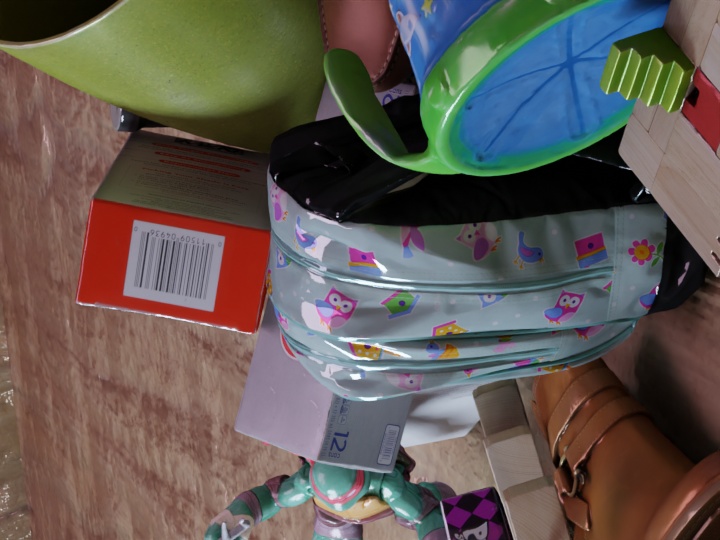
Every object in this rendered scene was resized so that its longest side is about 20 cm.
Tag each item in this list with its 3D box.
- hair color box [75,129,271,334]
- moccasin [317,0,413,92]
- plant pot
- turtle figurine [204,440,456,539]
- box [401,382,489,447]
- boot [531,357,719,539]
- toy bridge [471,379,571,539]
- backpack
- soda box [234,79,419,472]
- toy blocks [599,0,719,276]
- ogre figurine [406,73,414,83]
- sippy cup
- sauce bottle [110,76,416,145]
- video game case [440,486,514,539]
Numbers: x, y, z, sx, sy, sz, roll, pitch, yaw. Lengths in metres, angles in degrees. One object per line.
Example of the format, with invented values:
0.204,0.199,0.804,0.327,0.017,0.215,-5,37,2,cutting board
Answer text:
-0.096,-0.026,1.234,0.200,0.101,0.062,-85,6,-75,hair color box
0.002,-0.189,1.083,0.073,0.077,0.203,13,104,32,moccasin
-0.082,-0.150,1.173,0.200,0.187,0.188,37,-162,-44,plant pot
-0.003,0.138,1.269,0.200,0.148,0.102,34,-108,-74,turtle figurine
0.022,0.009,1.311,0.200,0.105,0.154,122,135,-63,box
0.139,0.093,1.067,0.201,0.076,0.156,92,161,-59,boot
0.085,0.114,1.120,0.200,0.027,0.068,-98,-9,-77,toy bridge
0.053,-0.018,1.053,0.167,0.198,0.128,-138,42,-61,backpack
0.000,0.000,1.159,0.068,0.063,0.202,15,91,43,soda box
0.175,-0.058,0.860,0.137,0.099,0.201,55,151,30,toy blocks
0.046,-0.187,1.172,0.120,0.098,0.200,51,166,23,ogre figurine
0.065,-0.131,0.933,0.140,0.177,0.131,82,162,-67,sippy cup
-0.050,-0.104,1.317,0.066,0.198,0.067,176,90,-73,sauce bottle
0.089,0.223,1.213,0.200,0.035,0.183,59,-163,-75,video game case
